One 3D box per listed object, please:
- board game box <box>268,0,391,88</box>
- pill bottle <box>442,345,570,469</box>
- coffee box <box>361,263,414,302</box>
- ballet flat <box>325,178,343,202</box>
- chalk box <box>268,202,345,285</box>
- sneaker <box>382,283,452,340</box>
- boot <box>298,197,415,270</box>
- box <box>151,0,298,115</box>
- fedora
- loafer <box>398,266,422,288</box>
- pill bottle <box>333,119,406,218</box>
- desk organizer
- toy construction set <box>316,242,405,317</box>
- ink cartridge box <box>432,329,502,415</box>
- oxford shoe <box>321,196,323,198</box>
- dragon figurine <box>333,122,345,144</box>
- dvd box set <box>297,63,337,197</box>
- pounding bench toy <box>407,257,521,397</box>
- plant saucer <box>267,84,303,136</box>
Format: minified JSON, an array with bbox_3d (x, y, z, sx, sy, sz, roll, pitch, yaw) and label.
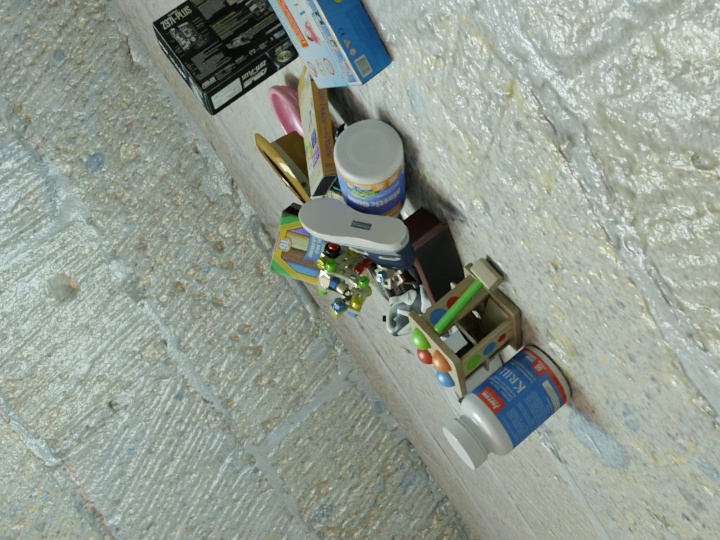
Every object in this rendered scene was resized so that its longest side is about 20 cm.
[{"bbox_3d":[-0.059,-0.361,1.056,0.202,0.055,0.195,59,169,-21],"label":"board game box"},{"bbox_3d":[0.233,0.225,1.209,0.113,0.199,0.113,49,169,14],"label":"pill bottle"},{"bbox_3d":[0.041,-0.021,1.609,0.200,0.079,0.114,44,165,46],"label":"coffee box"},{"bbox_3d":[-0.042,-0.133,1.406,0.067,0.077,0.201,22,-164,-11],"label":"ballet flat"},{"bbox_3d":[-0.069,-0.042,1.506,0.196,0.127,0.125,17,-166,1],"label":"chalk box"},{"bbox_3d":[0.111,0.099,1.475,0.200,0.127,0.081,59,-155,-58],"label":"sneaker"},{"bbox_3d":[-0.007,-0.052,1.214,0.197,0.074,0.091,19,155,26],"label":"boot"},{"bbox_3d":[-0.230,-0.399,1.295,0.165,0.199,0.086,51,169,9],"label":"box"},{"bbox_3d":[-0.124,-0.210,1.473,0.201,0.082,0.201,48,175,5],"label":"fedora"},{"bbox_3d":[0.099,-0.005,1.426,0.073,0.072,0.201,47,168,25],"label":"loafer"},{"bbox_3d":[0.021,-0.144,1.229,0.112,0.111,0.201,49,168,23],"label":"pill bottle"},{"bbox_3d":[0.128,-0.006,1.305,0.077,0.071,0.202,45,166,46],"label":"desk organizer"},{"bbox_3d":[0.000,0.000,1.270,0.130,0.199,0.093,38,124,17],"label":"toy construction set"},{"bbox_3d":[0.219,0.209,1.449,0.067,0.115,0.202,39,161,51],"label":"ink cartridge box"},{"bbox_3d":[-0.059,-0.135,1.570,0.075,0.057,0.204,46,136,43],"label":"oxford shoe"},{"bbox_3d":[-0.026,-0.209,1.378,0.100,0.058,0.200,55,168,-5],"label":"dragon figurine"},{"bbox_3d":[-0.076,-0.244,1.292,0.146,0.029,0.205,143,120,-75],"label":"dvd box set"},{"bbox_3d":[0.160,0.085,1.209,0.124,0.155,0.201,46,167,34],"label":"pounding bench toy"},{"bbox_3d":[-0.113,-0.293,1.521,0.202,0.050,0.201,52,168,15],"label":"plant saucer"}]
